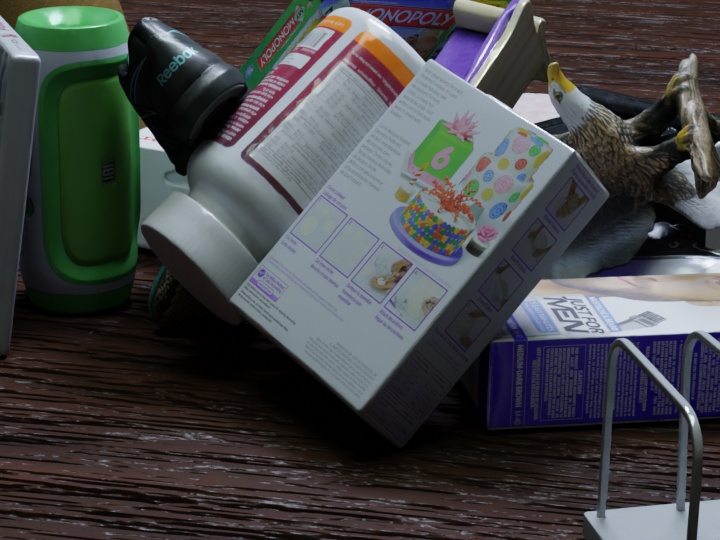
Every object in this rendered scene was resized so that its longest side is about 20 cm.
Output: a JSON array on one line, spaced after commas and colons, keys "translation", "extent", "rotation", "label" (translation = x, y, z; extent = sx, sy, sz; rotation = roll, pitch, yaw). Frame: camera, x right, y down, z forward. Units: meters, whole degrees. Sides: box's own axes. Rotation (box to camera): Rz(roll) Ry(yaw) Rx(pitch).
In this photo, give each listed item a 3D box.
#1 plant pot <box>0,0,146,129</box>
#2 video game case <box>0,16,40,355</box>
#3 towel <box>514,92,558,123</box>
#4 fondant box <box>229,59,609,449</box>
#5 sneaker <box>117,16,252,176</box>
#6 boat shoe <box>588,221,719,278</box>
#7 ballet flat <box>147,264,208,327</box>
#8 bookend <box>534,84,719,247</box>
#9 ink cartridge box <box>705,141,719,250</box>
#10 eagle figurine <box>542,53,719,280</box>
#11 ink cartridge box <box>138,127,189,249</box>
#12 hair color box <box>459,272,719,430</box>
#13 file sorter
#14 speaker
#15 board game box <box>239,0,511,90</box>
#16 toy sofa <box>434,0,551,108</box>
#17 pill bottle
[{"translation": [-0.249, -0.150, 1.627], "extent": [0.184, 0.202, 0.187], "rotation": [1, 18, 0], "label": "plant pot"}, {"translation": [-0.256, -0.067, 1.384], "extent": [0.023, 0.202, 0.182], "rotation": [3, 17, -22], "label": "video game case"}, {"translation": [0.167, -0.124, 1.829], "extent": [0.198, 0.033, 0.191], "rotation": [8, 20, 18], "label": "towel"}, {"translation": [0.034, -0.013, 1.238], "extent": [0.144, 0.200, 0.058], "rotation": [37, -3, 43], "label": "fondant box"}, {"translation": [-0.119, -0.122, 1.376], "extent": [0.075, 0.079, 0.200], "rotation": [-46, -2, -10], "label": "sneaker"}, {"translation": [0.202, -0.003, 1.401], "extent": [0.198, 0.070, 0.067], "rotation": [1, 56, 21], "label": "boat shoe"}, {"translation": [-0.073, -0.039, 1.407], "extent": [0.075, 0.068, 0.201], "rotation": [17, 60, 19], "label": "ballet flat"}, {"translation": [0.182, -0.067, 1.568], "extent": [0.198, 0.093, 0.199], "rotation": [-16, 24, -40], "label": "bookend"}, {"translation": [0.343, -0.051, 1.493], "extent": [0.198, 0.117, 0.067], "rotation": [-1, 19, -6], "label": "ink cartridge box"}, {"translation": [0.143, -0.071, 1.364], "extent": [0.199, 0.152, 0.151], "rotation": [-24, -6, 22], "label": "eagle figurine"}, {"translation": [-0.083, -0.074, 1.588], "extent": [0.144, 0.085, 0.200], "rotation": [10, 20, 26], "label": "ink cartridge box"}, {"translation": [0.164, 0.048, 1.282], "extent": [0.198, 0.066, 0.109], "rotation": [-1, 19, -10], "label": "hair color box"}, {"translation": [0.230, 0.101, 1.037], "extent": [0.198, 0.126, 0.139], "rotation": [-4, 19, -12], "label": "file sorter"}, {"translation": [-0.197, -0.076, 1.411], "extent": [0.087, 0.202, 0.089], "rotation": [1, 19, 0], "label": "speaker"}, {"translation": [0.015, -0.193, 1.664], "extent": [0.199, 0.135, 0.029], "rotation": [-2, 57, -41], "label": "board game box"}, {"translation": [0.067, -0.127, 1.589], "extent": [0.082, 0.098, 0.201], "rotation": [17, 60, 30], "label": "toy sofa"}, {"translation": [-0.043, -0.067, 1.326], "extent": [0.200, 0.110, 0.109], "rotation": [-46, 36, -13], "label": "pill bottle"}]
